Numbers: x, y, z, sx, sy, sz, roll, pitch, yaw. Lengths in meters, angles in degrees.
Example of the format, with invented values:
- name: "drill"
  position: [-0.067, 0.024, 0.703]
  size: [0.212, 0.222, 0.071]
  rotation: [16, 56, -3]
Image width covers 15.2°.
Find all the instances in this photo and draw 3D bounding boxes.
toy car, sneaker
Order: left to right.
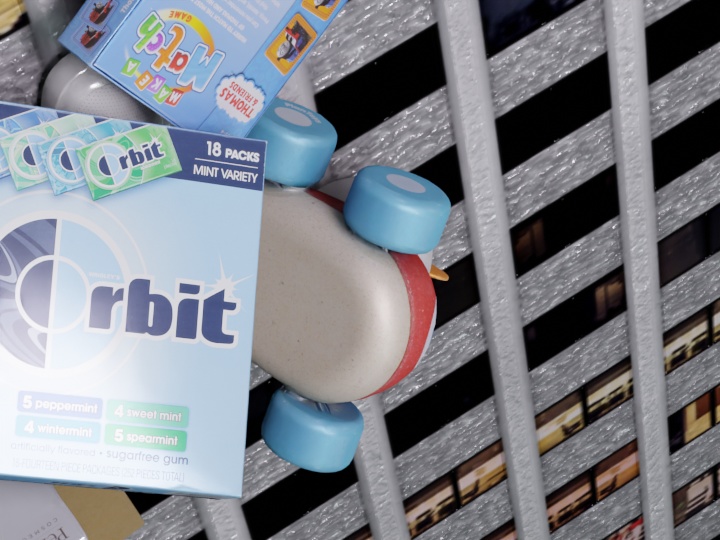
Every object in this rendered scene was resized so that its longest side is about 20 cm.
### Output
- name: "sneaker"
  position: [-0.122, -0.034, 1.564]
  size: [0.074, 0.116, 0.200]
  rotation: [-29, 144, -14]
- name: "toy car"
  position: [0.000, 0.000, 1.697]
  size: [0.200, 0.177, 0.185]
  rotation: [-12, 128, -56]

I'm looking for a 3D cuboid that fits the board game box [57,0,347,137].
- name: "board game box"
  position: [-0.061, -0.172, 1.503]
  size: [0.200, 0.037, 0.151]
  rotation: [-54, 147, 1]

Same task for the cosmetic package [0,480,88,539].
- name: "cosmetic package"
  position: [-0.236, 0.125, 1.557]
  size: [0.102, 0.200, 0.074]
  rotation: [-34, 147, -10]

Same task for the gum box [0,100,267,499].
- name: "gum box"
  position: [-0.142, 0.018, 1.476]
  size: [0.169, 0.201, 0.045]
  rotation: [8, 171, -23]

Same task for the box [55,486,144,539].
- name: "box"
  position: [-0.237, 0.164, 1.769]
  size: [0.163, 0.021, 0.200]
  rotation: [-35, 147, -8]
